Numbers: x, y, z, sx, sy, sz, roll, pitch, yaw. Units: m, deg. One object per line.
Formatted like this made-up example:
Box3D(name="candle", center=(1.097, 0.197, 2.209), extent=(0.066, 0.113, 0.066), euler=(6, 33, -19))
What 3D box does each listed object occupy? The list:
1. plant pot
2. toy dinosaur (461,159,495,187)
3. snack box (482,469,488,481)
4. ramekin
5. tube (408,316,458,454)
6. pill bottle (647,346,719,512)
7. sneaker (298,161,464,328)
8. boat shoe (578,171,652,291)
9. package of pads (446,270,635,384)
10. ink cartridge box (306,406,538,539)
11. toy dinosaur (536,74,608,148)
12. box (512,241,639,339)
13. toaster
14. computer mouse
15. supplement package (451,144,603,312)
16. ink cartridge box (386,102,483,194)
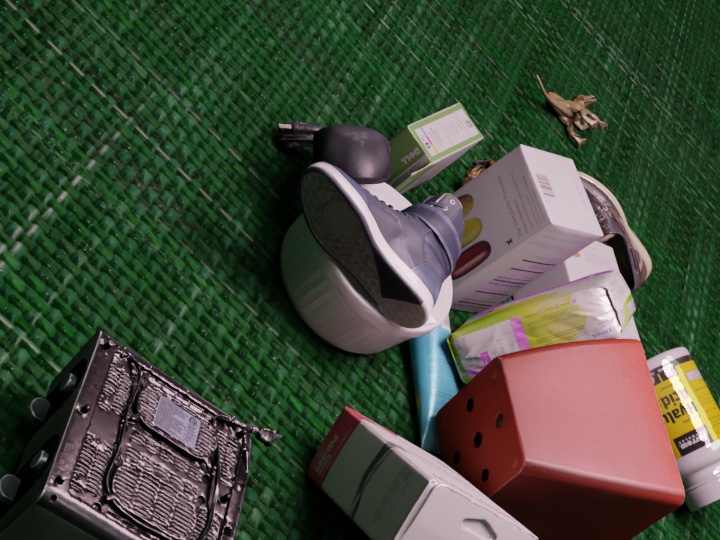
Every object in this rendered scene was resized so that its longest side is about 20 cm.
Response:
Box3D(name="plant pot", center=(0.195, 0.190, 1.496), extent=(0.176, 0.200, 0.200), euler=(12, 50, -28))
Box3D(name="toy dinosaur", center=(0.223, -0.108, 1.904), extent=(0.200, 0.102, 0.136), euler=(-21, 59, -33))
Box3D(name="snack box", center=(0.148, 0.266, 1.550), extent=(0.072, 0.024, 0.200), euler=(42, 37, -16))
Box3D(name="ramekin", center=(0.000, 0.000, 1.541), extent=(0.202, 0.094, 0.203), euler=(31, 41, -30))
Box3D(name="tube", center=(0.085, 0.116, 1.589), extent=(0.077, 0.050, 0.200), euler=(16, 55, -37))
Box3D(name="pill bottle", center=(0.427, 0.212, 1.848), extent=(0.111, 0.111, 0.200), euler=(-7, 67, -52))
Box3D(name="sneaker", center=(0.028, -0.058, 1.460), extent=(0.202, 0.077, 0.146), euler=(53, 46, -19))
Box3D(name="boat shoe", center=(0.350, -0.055, 2.021), extent=(0.200, 0.072, 0.065), euler=(54, 29, -11))
Box3D(name="package of pads", center=(0.209, 0.062, 1.608), extent=(0.068, 0.200, 0.154), euler=(70, 17, -2))
Box3D(name="ink cartridge box", center=(0.056, 0.225, 1.336), extent=(0.146, 0.085, 0.200), euler=(32, -2, -28))
Box3D(name="toy dinosaur", center=(0.325, -0.247, 2.183), extent=(0.101, 0.058, 0.200), euler=(51, 24, 21))
Box3D(name="box", center=(0.279, 0.059, 1.816), extent=(0.124, 0.097, 0.200), euler=(19, 48, -39))
Box3D(name="toaster", center=(-0.187, 0.178, 1.149), extent=(0.200, 0.119, 0.181), euler=(36, 39, -23))
Box3D(name="computer mouse", center=(-0.017, -0.142, 1.561), extent=(0.138, 0.053, 0.200), euler=(7, 14, -11))
Box3D(name="supplement package", center=(0.169, -0.045, 1.684), extent=(0.109, 0.200, 0.114), euler=(10, 53, -46))
Box3D(name="ink cartridge box", center=(0.060, -0.137, 1.719), extent=(0.059, 0.104, 0.200), euler=(55, 35, 2))
